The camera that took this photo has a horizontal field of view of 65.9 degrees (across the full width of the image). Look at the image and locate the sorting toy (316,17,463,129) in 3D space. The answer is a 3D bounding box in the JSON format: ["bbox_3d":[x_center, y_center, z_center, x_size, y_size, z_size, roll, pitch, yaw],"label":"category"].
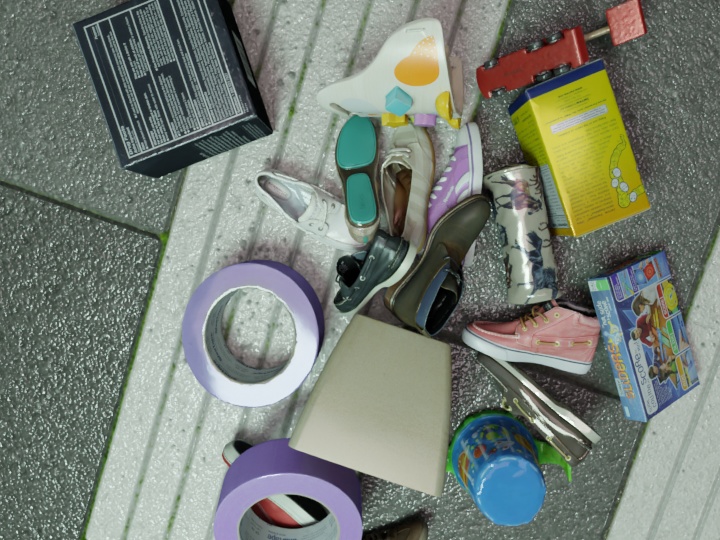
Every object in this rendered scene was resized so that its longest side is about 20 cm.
[{"bbox_3d":[0.040,-0.236,0.737,0.176,0.200,0.110,-4,96,18],"label":"sorting toy"}]

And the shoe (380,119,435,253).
[{"bbox_3d":[0.064,-0.123,0.769,0.069,0.053,0.205,-10,70,34],"label":"shoe"}]

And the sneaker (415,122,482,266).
[{"bbox_3d":[0.114,-0.111,0.794,0.111,0.073,0.206,6,95,5],"label":"sneaker"}]

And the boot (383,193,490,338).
[{"bbox_3d":[0.121,-0.003,0.722,0.074,0.097,0.201,35,96,-34],"label":"boot"}]

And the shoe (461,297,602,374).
[{"bbox_3d":[0.248,0.080,0.795,0.195,0.072,0.093,12,108,-4],"label":"shoe"}]

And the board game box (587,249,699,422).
[{"bbox_3d":[0.401,0.088,0.781,0.133,0.034,0.205,-18,93,-28],"label":"board game box"}]

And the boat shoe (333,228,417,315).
[{"bbox_3d":[-0.001,0.002,0.754,0.065,0.199,0.076,31,62,-14],"label":"boat shoe"}]

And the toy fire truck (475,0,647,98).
[{"bbox_3d":[0.270,-0.300,0.756,0.197,0.141,0.050,-9,111,42],"label":"toy fire truck"}]

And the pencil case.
[{"bbox_3d":[0.227,-0.047,0.781,0.076,0.089,0.205,-15,98,-6],"label":"pencil case"}]

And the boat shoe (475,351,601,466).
[{"bbox_3d":[0.238,0.187,0.786,0.199,0.072,0.060,39,97,23],"label":"boat shoe"}]

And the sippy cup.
[{"bbox_3d":[0.200,0.286,0.789,0.177,0.130,0.140,-41,92,4],"label":"sippy cup"}]

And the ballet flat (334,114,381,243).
[{"bbox_3d":[-0.003,-0.127,0.790,0.066,0.068,0.204,-2,60,5],"label":"ballet flat"}]

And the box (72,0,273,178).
[{"bbox_3d":[-0.251,-0.262,0.770,0.194,0.123,0.204,-19,92,3],"label":"box"}]

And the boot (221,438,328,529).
[{"bbox_3d":[-0.164,0.367,0.842,0.200,0.072,0.144,45,96,-5],"label":"boot"}]

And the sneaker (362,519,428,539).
[{"bbox_3d":[0.014,0.436,0.838,0.200,0.070,0.076,-44,91,4],"label":"sneaker"}]

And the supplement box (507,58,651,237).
[{"bbox_3d":[0.294,-0.159,0.762,0.107,0.109,0.204,-20,94,4],"label":"supplement box"}]

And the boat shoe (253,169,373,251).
[{"bbox_3d":[-0.068,-0.084,0.802,0.197,0.069,0.072,25,93,0],"label":"boat shoe"}]

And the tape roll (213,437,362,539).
[{"bbox_3d":[-0.095,0.328,0.752,0.195,0.066,0.205,-1,115,-1],"label":"tape roll"}]

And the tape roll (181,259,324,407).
[{"bbox_3d":[-0.153,0.088,0.812,0.195,0.085,0.205,0,93,2],"label":"tape roll"}]

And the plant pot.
[{"bbox_3d":[0.029,0.164,0.764,0.195,0.200,0.181,17,85,1],"label":"plant pot"}]
